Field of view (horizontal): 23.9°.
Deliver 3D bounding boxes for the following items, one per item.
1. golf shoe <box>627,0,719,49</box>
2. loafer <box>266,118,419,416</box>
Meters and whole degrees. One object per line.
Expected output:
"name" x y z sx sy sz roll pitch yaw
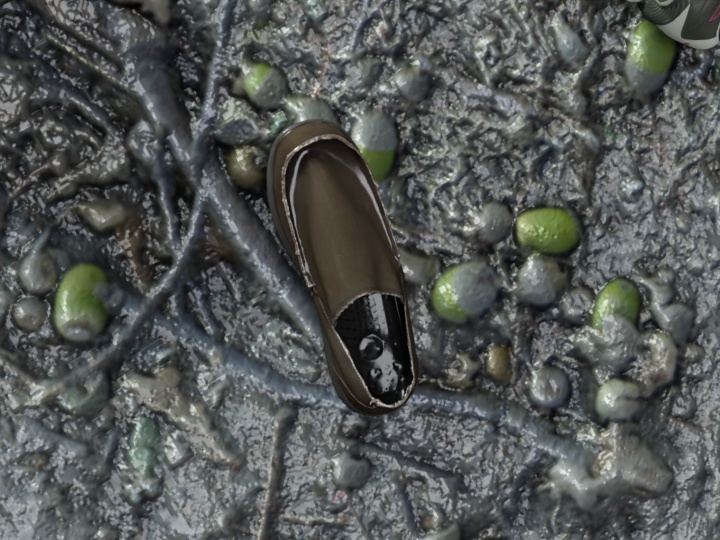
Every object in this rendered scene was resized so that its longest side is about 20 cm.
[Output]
"golf shoe" 0.247 -0.244 1.131 0.088 0.077 0.201 37 86 -40
"loafer" 0.000 0.000 1.078 0.073 0.071 0.201 -23 103 -13
